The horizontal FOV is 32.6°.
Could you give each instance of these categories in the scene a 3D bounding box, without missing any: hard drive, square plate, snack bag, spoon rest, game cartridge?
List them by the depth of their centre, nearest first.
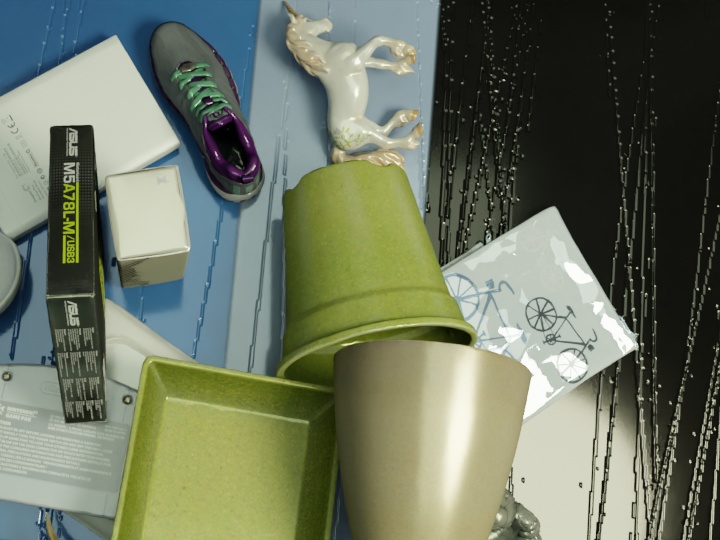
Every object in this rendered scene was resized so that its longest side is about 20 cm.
[{"bbox_3d":[-0.289,0.160,1.178,0.198,0.040,0.135,12,83,-7],"label":"game cartridge"},{"bbox_3d":[-0.395,0.052,1.185,0.098,0.061,0.202,20,79,24],"label":"spoon rest"},{"bbox_3d":[-0.229,0.162,1.220,0.199,0.028,0.199,34,77,-3],"label":"square plate"},{"bbox_3d":[-0.303,-0.135,1.255,0.199,0.027,0.133,-31,87,-12],"label":"hard drive"},{"bbox_3d":[0.173,0.050,1.309,0.199,0.021,0.190,-31,88,-12],"label":"snack bag"}]

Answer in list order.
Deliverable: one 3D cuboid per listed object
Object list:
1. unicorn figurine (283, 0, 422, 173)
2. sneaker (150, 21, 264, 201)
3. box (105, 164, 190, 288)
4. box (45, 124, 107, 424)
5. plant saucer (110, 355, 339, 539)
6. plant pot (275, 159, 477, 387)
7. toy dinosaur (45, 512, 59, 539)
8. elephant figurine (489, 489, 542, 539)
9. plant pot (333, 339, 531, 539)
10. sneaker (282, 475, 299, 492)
[{"bbox_3d":[-0.008,-0.198,1.288,0.135,0.074,0.203,-5,88,1],"label":"unicorn figurine"},{"bbox_3d":[-0.150,-0.171,1.247,0.074,0.088,0.201,-28,87,-13],"label":"sneaker"},{"bbox_3d":[-0.202,-0.037,1.167,0.068,0.200,0.083,-9,83,-11],"label":"box"},{"bbox_3d":[-0.257,0.005,1.120,0.047,0.201,0.195,-4,52,-11],"label":"box"},{"bbox_3d":[-0.123,0.197,1.151,0.197,0.048,0.202,11,69,-10],"label":"plant saucer"},{"bbox_3d":[0.000,0.000,1.214,0.198,0.201,0.186,-8,72,-11],"label":"plant pot"},{"bbox_3d":[-0.220,0.293,1.111,0.198,0.101,0.059,18,108,11],"label":"toy dinosaur"},{"bbox_3d":[0.077,0.299,1.191,0.142,0.155,0.201,48,67,-22],"label":"elephant figurine"},{"bbox_3d":[0.055,0.185,1.110,0.185,0.187,0.202,10,71,-8],"label":"plant pot"},{"bbox_3d":[-0.101,0.256,1.220,0.200,0.074,0.088,-42,123,-21],"label":"sneaker"}]
